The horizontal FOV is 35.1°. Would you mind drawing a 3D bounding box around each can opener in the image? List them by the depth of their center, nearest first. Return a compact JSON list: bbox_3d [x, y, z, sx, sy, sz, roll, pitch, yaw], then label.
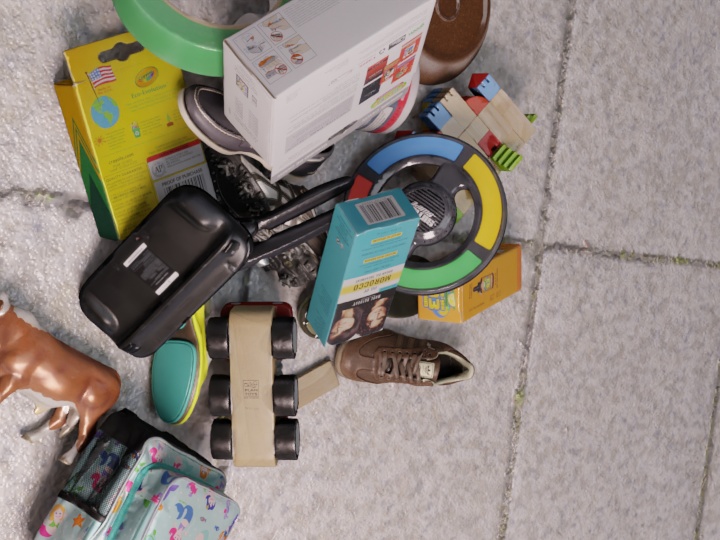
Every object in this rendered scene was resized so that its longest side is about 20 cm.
[{"bbox_3d":[-0.088,-0.043,1.221,0.199,0.079,0.064,-21,108,-13],"label":"can opener"}]

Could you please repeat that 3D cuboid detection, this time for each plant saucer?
[{"bbox_3d":[0.100,-0.334,1.434,0.200,0.037,0.201,-8,103,-38],"label":"plant saucer"}]

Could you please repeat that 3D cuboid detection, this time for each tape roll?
[{"bbox_3d":[-0.152,-0.295,1.160,0.200,0.048,0.201,9,63,-19],"label":"tape roll"}]

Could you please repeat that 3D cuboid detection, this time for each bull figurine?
[{"bbox_3d":[-0.329,0.107,1.139,0.200,0.065,0.122,36,77,-36],"label":"bull figurine"}]

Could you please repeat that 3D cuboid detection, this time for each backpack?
[{"bbox_3d":[-0.236,0.272,1.188,0.200,0.150,0.178,-55,144,-9],"label":"backpack"}]

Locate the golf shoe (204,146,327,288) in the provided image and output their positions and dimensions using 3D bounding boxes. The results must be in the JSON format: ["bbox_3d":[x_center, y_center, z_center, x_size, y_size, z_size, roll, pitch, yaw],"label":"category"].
[{"bbox_3d":[-0.107,-0.076,1.296,0.200,0.078,0.095,55,40,-28],"label":"golf shoe"}]

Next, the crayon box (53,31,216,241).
[{"bbox_3d":[-0.234,-0.146,1.183,0.127,0.051,0.201,-25,113,-34],"label":"crayon box"}]

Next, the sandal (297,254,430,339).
[{"bbox_3d":[0.007,0.025,1.408,0.200,0.057,0.080,-14,112,-25],"label":"sandal"}]

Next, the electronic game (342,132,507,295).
[{"bbox_3d":[0.076,-0.069,1.363,0.042,0.199,0.201,52,58,-75],"label":"electronic game"}]

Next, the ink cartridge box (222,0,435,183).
[{"bbox_3d":[-0.036,-0.203,1.149,0.200,0.176,0.084,-35,74,-20],"label":"ink cartridge box"}]

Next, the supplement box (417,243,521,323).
[{"bbox_3d":[0.143,0.013,1.463,0.200,0.069,0.067,-22,113,-60],"label":"supplement box"}]

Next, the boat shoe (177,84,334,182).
[{"bbox_3d":[-0.108,-0.156,1.223,0.200,0.063,0.073,24,51,-45],"label":"boat shoe"}]

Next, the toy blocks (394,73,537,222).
[{"bbox_3d":[0.126,-0.174,1.454,0.137,0.100,0.200,46,78,-21],"label":"toy blocks"}]

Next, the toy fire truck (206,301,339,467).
[{"bbox_3d":[-0.096,0.116,1.315,0.128,0.200,0.177,-1,99,3],"label":"toy fire truck"}]

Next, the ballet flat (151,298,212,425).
[{"bbox_3d":[-0.189,0.068,1.251,0.067,0.067,0.201,-13,105,-57],"label":"ballet flat"}]

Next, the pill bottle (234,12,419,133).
[{"bbox_3d":[-0.045,-0.224,1.277,0.200,0.119,0.120,4,95,-35],"label":"pill bottle"}]

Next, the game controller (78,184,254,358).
[{"bbox_3d":[-0.201,0.003,1.164,0.104,0.200,0.042,46,22,-3],"label":"game controller"}]

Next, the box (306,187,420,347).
[{"bbox_3d":[0.000,0.000,1.272,0.082,0.049,0.200,-16,146,-25],"label":"box"}]

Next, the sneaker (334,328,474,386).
[{"bbox_3d":[0.061,0.113,1.449,0.200,0.075,0.071,3,95,-40],"label":"sneaker"}]
